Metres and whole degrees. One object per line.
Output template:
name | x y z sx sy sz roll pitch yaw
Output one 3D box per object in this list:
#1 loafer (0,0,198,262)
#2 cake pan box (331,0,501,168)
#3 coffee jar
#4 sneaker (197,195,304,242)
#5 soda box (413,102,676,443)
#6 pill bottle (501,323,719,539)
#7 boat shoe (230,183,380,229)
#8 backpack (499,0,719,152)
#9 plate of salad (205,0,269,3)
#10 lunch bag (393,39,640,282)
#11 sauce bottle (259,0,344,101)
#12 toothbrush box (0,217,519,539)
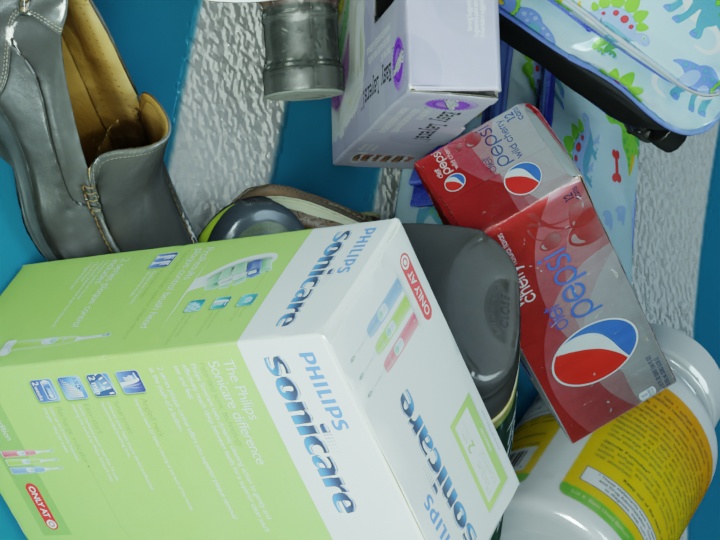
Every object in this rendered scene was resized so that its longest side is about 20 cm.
loafer | -0.116 -0.052 1.246 0.200 0.072 0.073 55 41 -39
cake pan box | 0.026 -0.156 1.400 0.200 0.052 0.184 148 -60 -76
coffee jar | 0.033 0.069 1.371 0.200 0.085 0.104 90 4 -54
sneaker | -0.035 0.064 1.319 0.074 0.081 0.200 -8 95 -25
soda box | 0.097 0.004 1.441 0.063 0.070 0.200 61 1 39
pill bottle | 0.135 0.116 1.580 0.200 0.111 0.111 -51 127 -48
boat shoe | -0.005 0.004 1.433 0.202 0.075 0.075 38 24 -43
backpack | 0.159 -0.188 1.455 0.183 0.147 0.200 34 86 -14
plate of salad | -0.078 -0.201 1.289 0.200 0.048 0.200 11 57 -17
lunch bag | 0.090 -0.061 1.570 0.161 0.082 0.200 36 54 -46
sauce bottle | -0.034 -0.186 1.409 0.066 0.066 0.200 -1 87 -58
toothbrush box | -0.056 0.068 1.201 0.086 0.200 0.146 -56 130 -45
